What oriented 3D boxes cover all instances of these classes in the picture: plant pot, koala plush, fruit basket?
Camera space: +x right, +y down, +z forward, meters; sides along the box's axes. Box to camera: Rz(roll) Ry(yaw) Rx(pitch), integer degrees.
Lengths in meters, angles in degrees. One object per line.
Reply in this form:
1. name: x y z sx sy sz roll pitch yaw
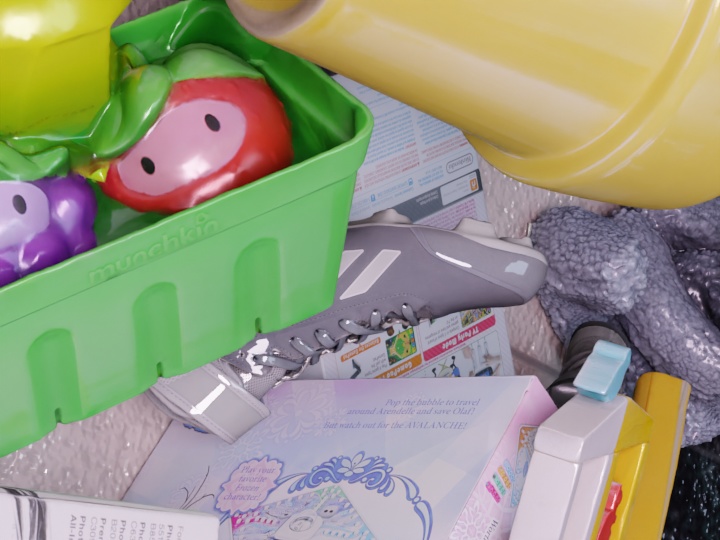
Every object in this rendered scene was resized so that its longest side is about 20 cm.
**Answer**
1. plant pot: 0.054 -0.132 0.871 0.188 0.200 0.202 7 84 -31
2. koala plush: 0.230 0.015 1.290 0.177 0.199 0.185 -47 125 -41
3. fruit basket: -0.114 -0.061 0.878 0.214 0.155 0.217 -18 127 -25

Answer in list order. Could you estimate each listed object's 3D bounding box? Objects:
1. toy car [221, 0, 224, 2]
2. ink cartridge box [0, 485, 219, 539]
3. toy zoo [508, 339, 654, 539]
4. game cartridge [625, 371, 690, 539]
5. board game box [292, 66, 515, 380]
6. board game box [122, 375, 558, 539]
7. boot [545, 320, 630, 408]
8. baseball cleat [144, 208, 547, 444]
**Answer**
1. toy car: -0.037 -0.218 0.941 0.165 0.157 0.200 -60 165 -26
2. ink cartridge box: -0.169 0.116 0.837 0.199 0.145 0.085 15 77 -50
3. toy zoo: 0.079 0.127 0.946 0.131 0.020 0.201 2 103 -71
4. game cartridge: 0.124 0.176 1.187 0.200 0.032 0.177 -63 166 -56
5. board game box: 0.000 0.000 1.114 0.147 0.064 0.201 -24 108 -49
6. board game box: -0.036 0.130 0.960 0.043 0.199 0.200 53 52 -31
7. boot: 0.098 0.132 1.223 0.131 0.067 0.201 -44 156 -75
8. baseball cleat: -0.021 0.024 0.997 0.070 0.198 0.107 53 41 -72
